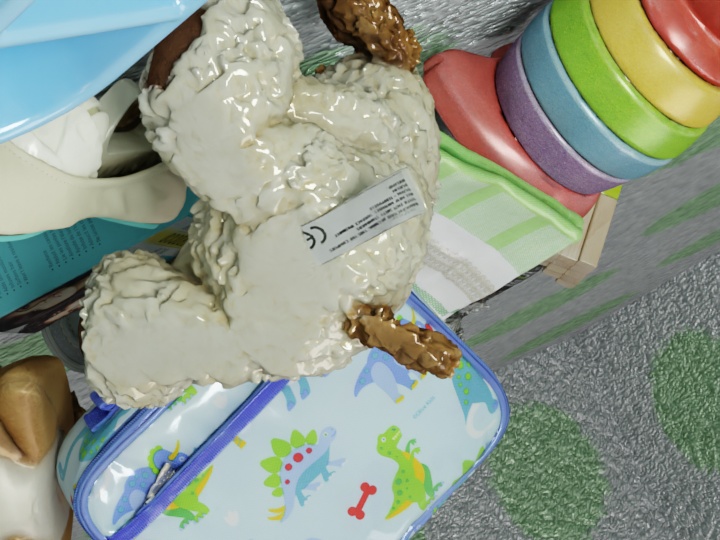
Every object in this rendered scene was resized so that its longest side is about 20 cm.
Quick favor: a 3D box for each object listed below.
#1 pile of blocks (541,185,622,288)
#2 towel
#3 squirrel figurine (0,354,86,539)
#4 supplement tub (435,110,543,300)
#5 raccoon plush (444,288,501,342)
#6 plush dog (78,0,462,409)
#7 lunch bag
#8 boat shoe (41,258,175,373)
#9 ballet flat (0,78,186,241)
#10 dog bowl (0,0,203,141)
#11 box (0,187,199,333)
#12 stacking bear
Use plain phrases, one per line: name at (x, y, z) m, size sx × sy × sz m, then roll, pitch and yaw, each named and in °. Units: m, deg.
pile of blocks at (0.138, -0.090, 1.238) m, size 0.082 × 0.062 × 0.200 m, roll -99°, pitch -149°, yaw -82°
towel at (0.000, 0.000, 1.085) m, size 0.200 × 0.031 × 0.149 m, roll -31°, pitch 141°, yaw 32°
squirrel figurine at (-0.241, 0.097, 1.062) m, size 0.187 × 0.142 × 0.200 m, roll 2°, pitch -167°, yaw 3°
supplement tub at (0.010, -0.011, 1.308) m, size 0.200 × 0.123 × 0.123 m, roll -29°, pitch 172°, yaw 24°
raccoon plush at (0.017, 0.058, 1.198) m, size 0.200 × 0.097 × 0.134 m, roll -59°, pitch -166°, yaw 34°
plush dog at (-0.014, -0.031, 0.874) m, size 0.172 × 0.160 × 0.200 m, roll -60°, pitch 170°, yaw -58°
lunch bag at (-0.041, 0.084, 1.016) m, size 0.200 × 0.161 × 0.082 m, roll -44°, pitch -159°, yaw -6°
boat shoe at (-0.093, -0.009, 1.190) m, size 0.202 × 0.074 × 0.065 m, roll -27°, pitch 167°, yaw -22°
ballet flat at (-0.123, -0.054, 0.864) m, size 0.069 × 0.069 × 0.200 m, roll -29°, pitch 174°, yaw 20°
dog bowl at (-0.095, -0.095, 0.637) m, size 0.111 × 0.050 × 0.200 m, roll -17°, pitch 167°, yaw -48°
box at (-0.107, -0.034, 1.047) m, size 0.200 × 0.049 × 0.082 m, roll -28°, pitch 172°, yaw 10°
stacking bear at (0.153, -0.121, 1.082) m, size 0.200 × 0.114 × 0.121 m, roll -37°, pitch 168°, yaw 32°
